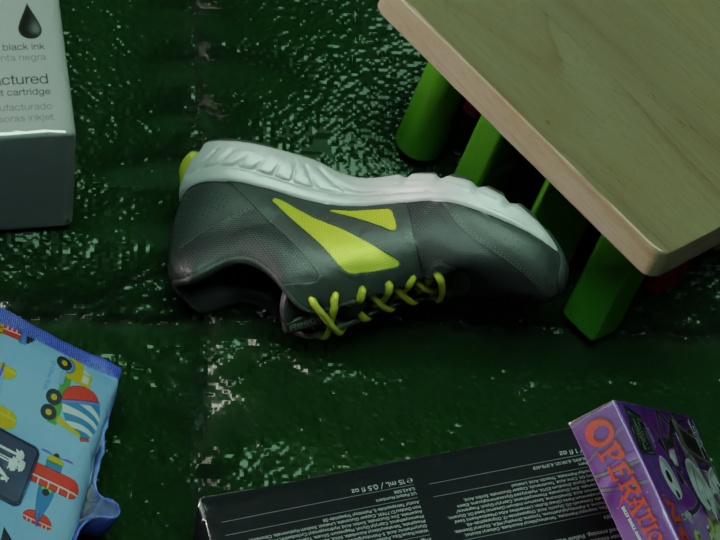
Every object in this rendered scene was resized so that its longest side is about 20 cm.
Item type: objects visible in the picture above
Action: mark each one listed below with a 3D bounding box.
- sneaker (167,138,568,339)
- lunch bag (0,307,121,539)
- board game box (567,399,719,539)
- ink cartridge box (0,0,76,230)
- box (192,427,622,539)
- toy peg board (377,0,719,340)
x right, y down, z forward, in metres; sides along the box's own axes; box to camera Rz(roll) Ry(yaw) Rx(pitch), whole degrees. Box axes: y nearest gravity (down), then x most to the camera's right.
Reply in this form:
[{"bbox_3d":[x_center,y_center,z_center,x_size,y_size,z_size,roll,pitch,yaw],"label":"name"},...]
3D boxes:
[{"bbox_3d":[0.000,0.000,1.437,0.199,0.075,0.085,10,63,14],"label":"sneaker"},{"bbox_3d":[-0.206,0.087,1.351,0.199,0.094,0.151,20,54,-9],"label":"lunch bag"},{"bbox_3d":[0.160,0.154,1.301,0.032,0.120,0.201,-30,74,21],"label":"board game box"},{"bbox_3d":[-0.223,-0.121,1.474,0.145,0.084,0.201,-5,58,-10],"label":"ink cartridge box"},{"bbox_3d":[0.037,0.160,1.326,0.199,0.079,0.142,-10,56,-14],"label":"box"},{"bbox_3d":[0.129,-0.075,1.500,0.199,0.098,0.200,-25,63,-40],"label":"toy peg board"}]
